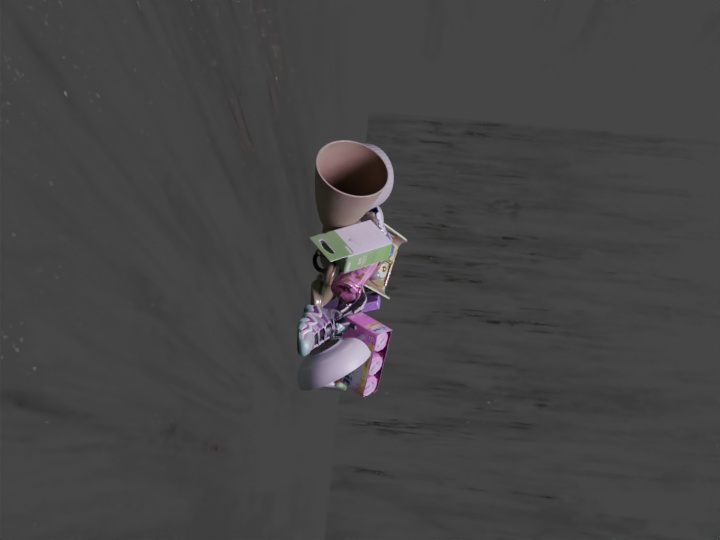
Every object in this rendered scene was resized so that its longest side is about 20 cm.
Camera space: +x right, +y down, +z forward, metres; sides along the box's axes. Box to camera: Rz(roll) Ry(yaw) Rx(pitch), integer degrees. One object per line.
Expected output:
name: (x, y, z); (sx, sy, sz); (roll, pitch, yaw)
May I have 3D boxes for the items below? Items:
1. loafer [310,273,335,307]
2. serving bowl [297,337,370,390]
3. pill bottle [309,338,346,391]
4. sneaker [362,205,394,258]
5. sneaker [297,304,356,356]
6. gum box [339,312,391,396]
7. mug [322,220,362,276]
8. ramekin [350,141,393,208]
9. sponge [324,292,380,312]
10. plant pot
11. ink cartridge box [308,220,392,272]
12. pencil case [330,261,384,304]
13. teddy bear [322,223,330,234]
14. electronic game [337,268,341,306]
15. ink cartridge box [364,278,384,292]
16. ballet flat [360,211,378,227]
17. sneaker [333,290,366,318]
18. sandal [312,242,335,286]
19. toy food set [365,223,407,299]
loafer: (-0.101, 0.058, 1.596); (0.200, 0.068, 0.076); (-80, 174, -68)
serving bowl: (-0.076, 0.220, 1.414); (0.066, 0.199, 0.200); (64, 5, -5)
pill bottle: (-0.090, 0.244, 1.654); (0.120, 0.118, 0.202); (88, 6, -72)
sneaker: (0.039, -0.122, 1.653); (0.088, 0.075, 0.201); (54, 15, -59)
sneaker: (-0.079, 0.144, 1.385); (0.200, 0.138, 0.078); (-83, 176, -64)
gum box: (0.003, 0.231, 1.531); (0.066, 0.113, 0.202); (-12, 122, -49)
mug: (-0.057, -0.073, 1.807); (0.199, 0.147, 0.177); (21, 80, -57)
ramekin: (0.000, -0.261, 1.584); (0.105, 0.199, 0.202); (-21, 123, -45)
sponge: (-0.038, 0.110, 1.750); (0.112, 0.198, 0.030); (-70, 149, -75)
plant pot: (-0.042, -0.196, 1.467); (0.201, 0.185, 0.189); (114, -14, -52)
ink cartridge box: (-0.027, -0.057, 1.458); (0.104, 0.199, 0.060); (48, -40, 32)
pencil case: (0.000, 0.000, 1.518); (0.200, 0.086, 0.083); (-55, 171, -43)
teddy bear: (-0.063, -0.092, 1.618); (0.200, 0.066, 0.147); (-141, -124, -73)
electronic game: (-0.044, 0.008, 1.650); (0.200, 0.041, 0.202); (-172, -90, -88)
ink cartridge box: (0.029, -0.039, 1.771); (0.094, 0.044, 0.202); (-11, 105, -44)
ballet flat: (0.023, -0.080, 1.611); (0.046, 0.067, 0.202); (-53, 153, -49)
sneaker: (-0.062, 0.138, 1.564); (0.074, 0.199, 0.080); (48, -17, 21)
sandal: (-0.101, -0.023, 1.510); (0.200, 0.053, 0.081); (-103, -157, -63)
toy food set: (0.074, -0.028, 1.743); (0.143, 0.060, 0.202); (29, 76, -46)
